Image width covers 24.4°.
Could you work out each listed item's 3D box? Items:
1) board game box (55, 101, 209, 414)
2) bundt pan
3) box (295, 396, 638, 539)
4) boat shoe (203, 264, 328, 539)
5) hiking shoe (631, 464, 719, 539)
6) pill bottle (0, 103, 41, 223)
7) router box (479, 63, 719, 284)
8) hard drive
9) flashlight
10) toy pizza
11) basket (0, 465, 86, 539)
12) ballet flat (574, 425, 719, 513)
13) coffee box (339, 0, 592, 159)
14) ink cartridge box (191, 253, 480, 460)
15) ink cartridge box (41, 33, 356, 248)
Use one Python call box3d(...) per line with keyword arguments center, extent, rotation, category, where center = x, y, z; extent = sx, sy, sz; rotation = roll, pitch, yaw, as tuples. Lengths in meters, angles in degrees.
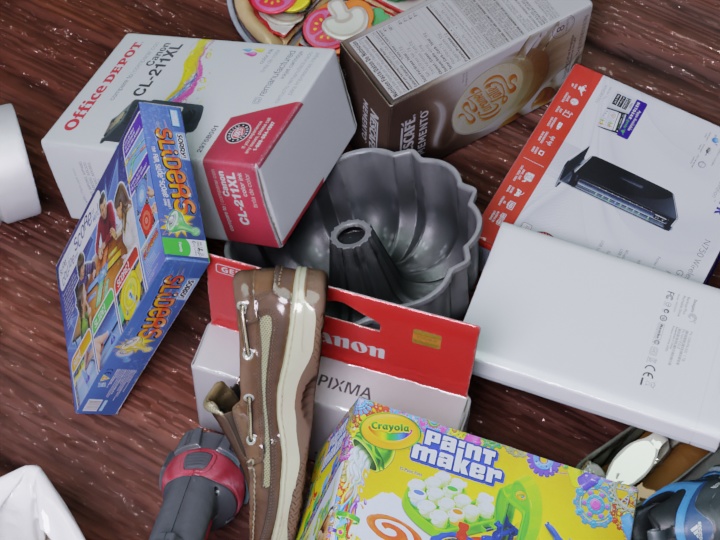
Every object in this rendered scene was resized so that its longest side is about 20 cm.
box3d(center=(-0.170, -0.005, 1.207), extent=(0.034, 0.200, 0.137), rotation=(5, 53, -28), category="board game box")
box3d(center=(0.000, 0.000, 1.258), extent=(0.199, 0.076, 0.203), rotation=(-9, 41, 8), category="bundt pan")
box3d(center=(0.056, 0.216, 1.081), extent=(0.198, 0.122, 0.195), rotation=(19, 64, -7), category="box")
box3d(center=(-0.068, 0.092, 1.116), extent=(0.074, 0.205, 0.075), rotation=(7, 15, -2), category="boat shoe")
box3d(center=(0.221, 0.165, 1.114), extent=(0.085, 0.200, 0.075), rotation=(-2, 78, 3), category="hiking shoe")
box3d(center=(-0.354, -0.061, 1.285), extent=(0.198, 0.115, 0.115), rotation=(-16, 59, -12), category="pill bottle")
box3d(center=(0.208, -0.050, 1.334), extent=(0.178, 0.049, 0.201), rotation=(25, 60, 14), category="router box")
box3d(center=(0.179, 0.046, 1.219), extent=(0.198, 0.027, 0.133), rotation=(18, 52, 10), category="hard drive")
box3d(center=(-0.117, 0.180, 1.113), extent=(0.068, 0.068, 0.201), rotation=(39, 22, -12), category="flashlight")
box3d(center=(-0.020, -0.252, 1.466), extent=(0.197, 0.032, 0.202), rotation=(1, 57, -1), category="toy pizza")
box3d(center=(-0.262, 0.245, 1.084), extent=(0.198, 0.124, 0.136), rotation=(-27, 66, -19), category="basket")
box3d(center=(0.228, 0.127, 1.214), extent=(0.199, 0.064, 0.067), rotation=(-34, 64, -21), category="ballet flat")
box3d(center=(0.083, -0.167, 1.368), extent=(0.199, 0.115, 0.080), rotation=(-28, 62, -17), category="coffee box")
box3d(center=(-0.021, 0.078, 1.170), extent=(0.197, 0.177, 0.045), rotation=(15, 57, 8), category="ink cartridge box")
box3d(center=(-0.125, -0.105, 1.295), extent=(0.198, 0.083, 0.146), rotation=(8, 47, 26), category="ink cartridge box")
